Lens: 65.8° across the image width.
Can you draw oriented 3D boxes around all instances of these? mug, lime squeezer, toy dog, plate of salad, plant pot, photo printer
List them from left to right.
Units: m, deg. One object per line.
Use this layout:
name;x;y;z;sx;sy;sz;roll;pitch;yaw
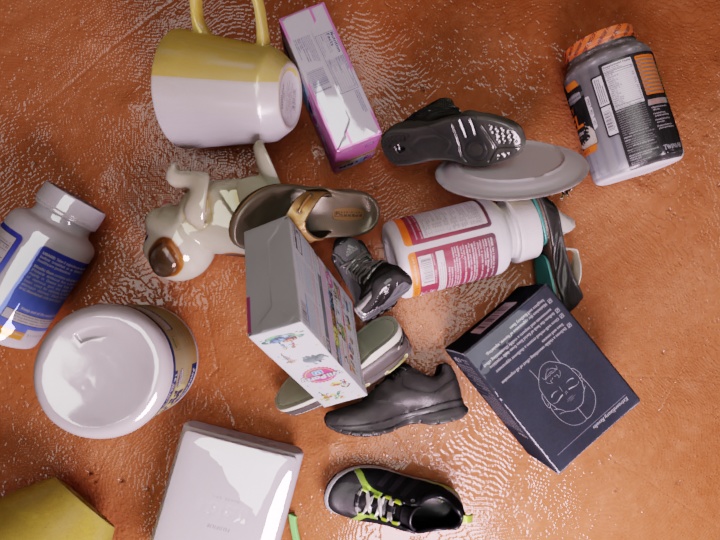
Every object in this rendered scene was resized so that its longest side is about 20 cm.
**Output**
plant pot;-0.390;0.342;0.675;0.200;0.200;0.142;42;59;-1
toy dog;-0.191;-0.059;0.743;0.200;0.140;0.194;-22;106;-4
photo printer;-0.180;0.318;0.736;0.166;0.069;0.200;16;85;-3
mug;-0.163;-0.239;0.702;0.153;0.187;0.150;8;56;13
lime squeezer;-0.097;0.441;0.751;0.071;0.038;0.200;19;86;-3
plate of salad;0.202;-0.130;0.754;0.200;0.200;0.048;-11;121;-5

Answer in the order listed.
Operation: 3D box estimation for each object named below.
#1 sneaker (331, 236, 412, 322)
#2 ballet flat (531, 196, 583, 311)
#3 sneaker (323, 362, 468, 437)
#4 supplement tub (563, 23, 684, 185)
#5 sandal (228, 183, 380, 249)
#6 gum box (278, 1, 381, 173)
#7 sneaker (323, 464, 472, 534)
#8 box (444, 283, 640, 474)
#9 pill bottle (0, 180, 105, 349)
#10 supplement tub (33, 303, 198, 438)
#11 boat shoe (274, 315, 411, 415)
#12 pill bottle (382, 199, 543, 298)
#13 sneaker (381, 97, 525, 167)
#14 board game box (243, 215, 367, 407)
sneaker;0.000;0.000;0.712;0.075;0.200;0.116;-30;81;-11
ballet flat;0.276;-0.036;0.803;0.068;0.068;0.200;-17;98;-16
sneaker;0.046;0.177;0.770;0.200;0.076;0.091;-8;80;-14
supplement tub;0.366;-0.232;0.791;0.122;0.123;0.200;-15;87;-5
sandal;-0.060;-0.064;0.683;0.200;0.054;0.080;-5;113;-24
gum box;-0.045;-0.249;0.763;0.066;0.114;0.200;-23;89;-6
sneaker;0.051;0.309;0.748;0.200;0.083;0.072;6;85;-4
box;0.243;0.141;0.763;0.148;0.107;0.200;-38;89;-6
pill bottle;-0.421;-0.010;0.720;0.112;0.112;0.200;31;84;-2
supplement tub;-0.280;0.113;0.677;0.144;0.200;0.145;0;86;-4
boat shoe;-0.021;0.143;0.761;0.201;0.072;0.061;-33;127;3
pill bottle;0.138;-0.037;0.766;0.200;0.110;0.110;-14;87;-5
sneaker;0.136;-0.193;0.754;0.114;0.199;0.076;-48;129;-36
board game box;-0.062;0.055;0.664;0.064;0.200;0.148;-19;51;12
